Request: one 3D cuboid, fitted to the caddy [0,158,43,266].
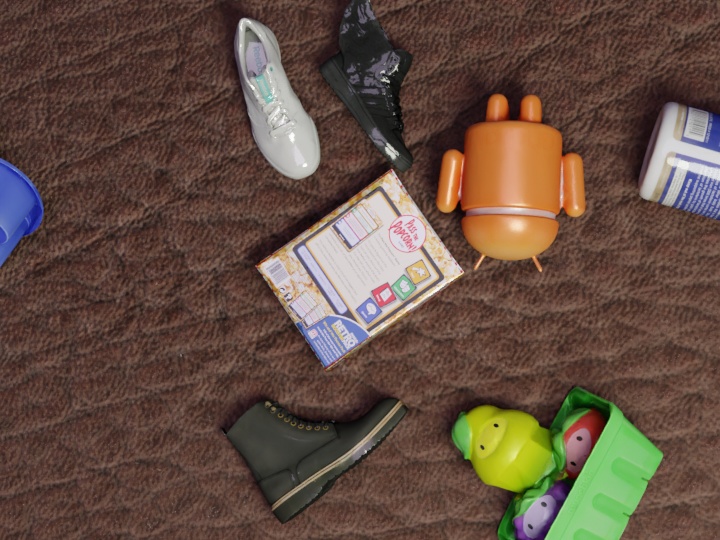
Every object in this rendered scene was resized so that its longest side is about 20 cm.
[{"bbox_3d":[-0.476,-0.088,1.507,0.199,0.141,0.105,25,47,-11],"label":"caddy"}]

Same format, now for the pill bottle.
[{"bbox_3d":[0.425,-0.111,1.447,0.199,0.116,0.116,17,88,6],"label":"pill bottle"}]

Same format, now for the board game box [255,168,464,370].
[{"bbox_3d":[0.000,0.000,1.513,0.200,0.046,0.152,-34,84,2],"label":"board game box"}]

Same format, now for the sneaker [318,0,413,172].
[{"bbox_3d":[0.026,-0.223,1.519,0.104,0.060,0.200,-38,80,6],"label":"sneaker"}]

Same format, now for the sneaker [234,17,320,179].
[{"bbox_3d":[-0.108,-0.205,1.516,0.075,0.088,0.201,-23,85,2],"label":"sneaker"}]

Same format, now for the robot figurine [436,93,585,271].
[{"bbox_3d":[0.172,-0.099,1.471,0.143,0.116,0.201,5,85,-29],"label":"robot figurine"}]

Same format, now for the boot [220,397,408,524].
[{"bbox_3d":[-0.057,0.181,1.495,0.200,0.077,0.138,-39,79,0],"label":"boot"}]

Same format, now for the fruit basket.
[{"bbox_3d":[0.204,0.221,1.439,0.214,0.155,0.217,-1,95,-10],"label":"fruit basket"}]
